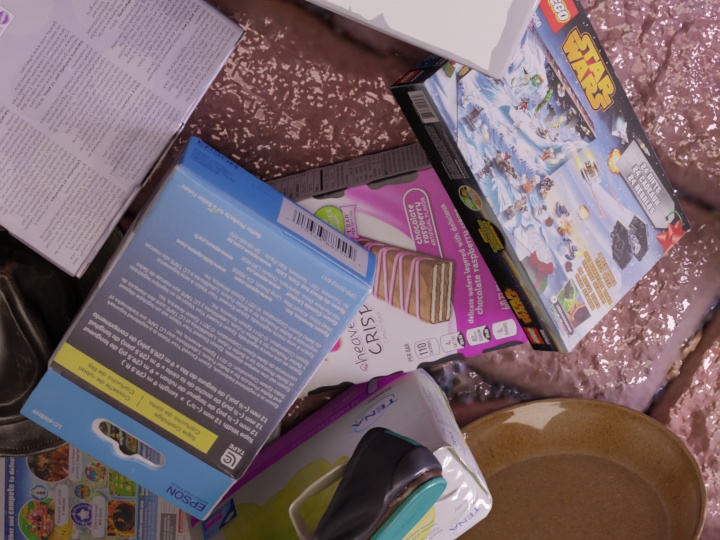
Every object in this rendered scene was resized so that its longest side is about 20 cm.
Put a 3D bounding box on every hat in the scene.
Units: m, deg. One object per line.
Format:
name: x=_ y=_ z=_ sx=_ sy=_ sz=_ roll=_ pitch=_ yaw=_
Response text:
hat: x=-0.237 y=0.037 z=1.169 sx=0.198 sy=0.081 sz=0.203 roll=-1 pitch=104 yaw=-2

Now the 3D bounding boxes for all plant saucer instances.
plant saucer: x=0.129 y=0.165 z=1.184 sx=0.198 sy=0.201 sz=0.036 roll=-12 pitch=128 yaw=3

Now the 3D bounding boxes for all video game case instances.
video game case: x=-0.159 y=0.158 z=1.263 sx=0.198 sy=0.018 sz=0.145 roll=4 pitch=112 yaw=-4

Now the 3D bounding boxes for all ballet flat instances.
ballet flat: x=-0.026 y=0.175 z=1.077 sx=0.073 sy=0.073 sz=0.201 roll=32 pitch=104 yaw=-14

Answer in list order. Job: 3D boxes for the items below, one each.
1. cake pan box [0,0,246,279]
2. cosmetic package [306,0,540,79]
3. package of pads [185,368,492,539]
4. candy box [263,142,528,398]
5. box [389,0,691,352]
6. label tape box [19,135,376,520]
cake pan box: x=-0.198 y=-0.122 z=1.106 sx=0.183 sy=0.052 sz=0.201 roll=34 pitch=91 yaw=-12
cosmetic package: x=0.031 y=-0.236 z=1.012 sx=0.165 sy=0.200 sz=0.168 roll=22 pitch=111 yaw=-10
package of pads: x=-0.018 y=0.157 z=1.179 sx=0.199 sy=0.155 sz=0.068 roll=-36 pitch=113 yaw=5
candy box: x=0.000 y=0.000 z=1.181 sx=0.198 sy=0.061 sz=0.138 roll=-14 pitch=111 yaw=5
box: x=0.117 y=-0.069 z=1.129 sx=0.137 sy=0.040 sz=0.201 roll=-41 pitch=112 yaw=-28
label tape box: x=-0.102 y=0.039 z=1.130 sx=0.143 sy=0.066 sz=0.201 roll=32 pitch=112 yaw=-10
